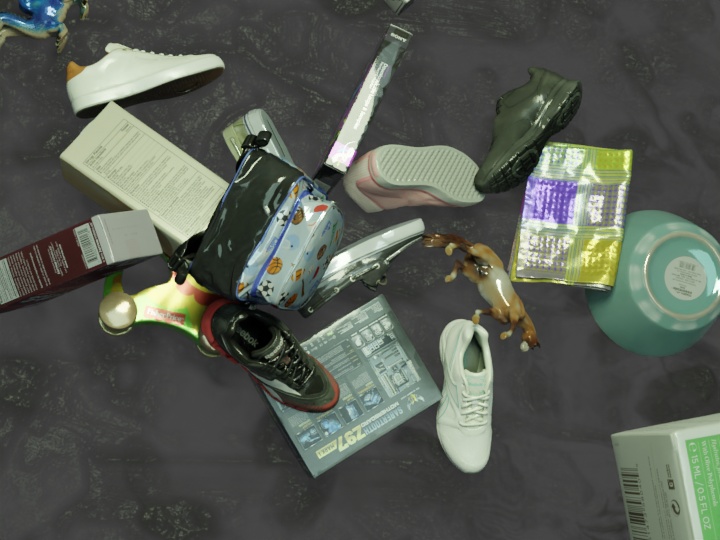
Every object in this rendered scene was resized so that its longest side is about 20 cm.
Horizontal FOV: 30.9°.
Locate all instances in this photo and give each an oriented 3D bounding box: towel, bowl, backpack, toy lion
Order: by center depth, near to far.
[{"bbox_3d":[-0.105,-0.042,1.539,0.154,0.191,0.200,34,92,5],"label":"backpack"},{"bbox_3d":[-0.214,0.003,1.637,0.200,0.069,0.192,13,75,-9],"label":"toy lion"},{"bbox_3d":[0.279,-0.072,1.723,0.144,0.023,0.200,9,80,19],"label":"towel"},{"bbox_3d":[0.408,0.011,1.728,0.201,0.105,0.201,1,83,-10],"label":"bowl"}]

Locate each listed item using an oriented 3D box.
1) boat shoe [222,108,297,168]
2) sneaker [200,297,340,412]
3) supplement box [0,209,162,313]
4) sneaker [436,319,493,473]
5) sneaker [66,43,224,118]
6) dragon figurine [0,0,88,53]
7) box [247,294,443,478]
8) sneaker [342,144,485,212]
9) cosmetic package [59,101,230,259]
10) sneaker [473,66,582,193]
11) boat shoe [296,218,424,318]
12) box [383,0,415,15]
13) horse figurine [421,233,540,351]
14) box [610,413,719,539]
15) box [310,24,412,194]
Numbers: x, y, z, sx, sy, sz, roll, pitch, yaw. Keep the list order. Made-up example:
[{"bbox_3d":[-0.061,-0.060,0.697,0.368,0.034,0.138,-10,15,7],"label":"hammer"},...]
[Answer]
[{"bbox_3d":[-0.109,-0.107,1.669,0.062,0.072,0.200,-25,89,16],"label":"boat shoe"},{"bbox_3d":[-0.100,0.107,1.565,0.200,0.098,0.071,40,75,-16],"label":"sneaker"},{"bbox_3d":[-0.348,-0.009,1.537,0.200,0.109,0.061,-20,88,24],"label":"supplement box"},{"bbox_3d":[0.137,0.161,1.673,0.070,0.080,0.200,-3,86,-13],"label":"sneaker"},{"bbox_3d":[-0.274,-0.258,1.644,0.200,0.073,0.085,-16,79,-16],"label":"sneaker"},{"bbox_3d":[-0.395,-0.342,1.637,0.099,0.059,0.200,33,80,-6],"label":"dragon figurine"},{"bbox_3d":[-0.019,0.146,1.658,0.200,0.051,0.158,-31,89,-12],"label":"box"},{"bbox_3d":[0.064,-0.116,1.701,0.200,0.105,0.075,6,72,-39],"label":"sneaker"},{"bbox_3d":[-0.259,-0.105,1.605,0.200,0.071,0.105,37,67,6],"label":"cosmetic package"},{"bbox_3d":[0.208,-0.186,1.728,0.091,0.076,0.200,34,74,25],"label":"sneaker"},{"bbox_3d":[0.000,0.000,1.672,0.200,0.070,0.066,-27,97,-12],"label":"boat shoe"},{"bbox_3d":[0.086,-0.451,1.740,0.200,0.060,0.117,-44,93,-12],"label":"box"},{"bbox_3d":[0.162,0.021,1.687,0.050,0.133,0.200,-40,78,27],"label":"horse figurine"},{"bbox_3d":[0.447,0.289,1.655,0.171,0.200,0.199,-8,84,-13],"label":"box"},{"bbox_3d":[-0.002,-0.202,1.654,0.036,0.143,0.200,28,79,-5],"label":"box"}]
